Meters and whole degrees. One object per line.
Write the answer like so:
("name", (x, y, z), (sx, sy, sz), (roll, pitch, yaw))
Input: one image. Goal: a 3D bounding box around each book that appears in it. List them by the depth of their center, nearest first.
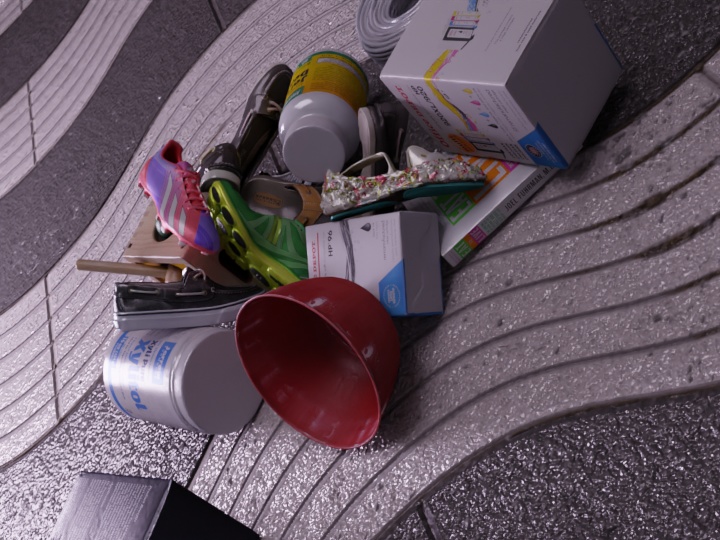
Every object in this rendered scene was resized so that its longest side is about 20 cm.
("book", (0.150, -0.110, 1.428), (0.200, 0.048, 0.134), (-43, 38, 7))

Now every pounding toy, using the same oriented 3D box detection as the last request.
("pounding toy", (-0.234, -0.013, 1.637), (0.183, 0.199, 0.144), (1, 60, 49))

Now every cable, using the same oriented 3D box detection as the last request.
("cable", (0.083, -0.371, 1.715), (0.199, 0.069, 0.202), (-32, 39, 26))

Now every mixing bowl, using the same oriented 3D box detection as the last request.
("mixing bowl", (-0.029, 0.083, 1.352), (0.198, 0.202, 0.108), (-6, 28, 46))

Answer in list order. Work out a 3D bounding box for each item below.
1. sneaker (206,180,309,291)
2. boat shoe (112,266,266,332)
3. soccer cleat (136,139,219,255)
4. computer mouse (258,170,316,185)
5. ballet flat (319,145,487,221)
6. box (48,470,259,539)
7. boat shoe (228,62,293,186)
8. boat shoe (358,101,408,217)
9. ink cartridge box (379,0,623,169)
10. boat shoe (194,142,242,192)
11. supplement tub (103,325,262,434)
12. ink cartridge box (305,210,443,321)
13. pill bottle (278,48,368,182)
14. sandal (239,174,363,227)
("sneaker", (-0.116, -0.038, 1.550), (0.084, 0.200, 0.074), (-48, 9, -34))
("boat shoe", (-0.210, 0.031, 1.522), (0.072, 0.196, 0.072), (-163, 66, -75))
("soccer cleat", (-0.220, -0.091, 1.528), (0.077, 0.066, 0.200), (-56, 41, 12))
("computer mouse", (-0.118, -0.096, 1.722), (0.199, 0.044, 0.111), (-2, 52, 55))
("ballet flat", (0.044, -0.107, 1.398), (0.197, 0.076, 0.065), (-12, 84, 12))
("box", (-0.238, 0.310, 1.395), (0.198, 0.148, 0.106), (-5, 54, 45))
("boat shoe", (-0.144, -0.195, 1.746), (0.057, 0.066, 0.202), (41, 103, 45))
("boat shoe", (0.031, -0.118, 1.481), (0.056, 0.202, 0.067), (-12, 49, -9))
("ink cartridge box", (0.155, -0.222, 1.367), (0.198, 0.147, 0.146), (15, 68, 48))
("boat shoe", (-0.207, -0.107, 1.701), (0.201, 0.071, 0.062), (135, 143, -59))
("supplement tub", (-0.227, 0.133, 1.558), (0.198, 0.132, 0.133), (0, 59, 50))
("ink cartridge box", (0.000, 0.000, 1.431), (0.198, 0.067, 0.118), (-7, 86, 46))
("pill bottle", (-0.050, -0.205, 1.647), (0.112, 0.113, 0.201), (-31, 27, 26))
("sandal", (-0.079, -0.087, 1.599), (0.197, 0.054, 0.083), (15, 92, 24))
